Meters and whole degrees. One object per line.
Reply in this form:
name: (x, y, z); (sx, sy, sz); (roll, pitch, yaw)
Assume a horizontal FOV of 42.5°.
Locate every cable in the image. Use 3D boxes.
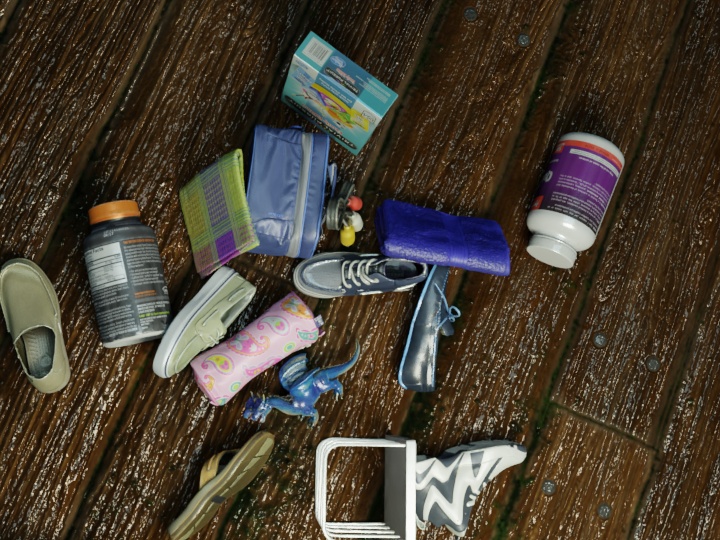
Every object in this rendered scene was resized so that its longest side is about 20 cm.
cable: (-0.018, -0.091, 1.355); (0.050, 0.200, 0.098); (12, 86, 1)

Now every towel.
towel: (0.125, -0.054, 1.407); (0.199, 0.148, 0.050); (8, 115, -10)
towel: (-0.205, -0.078, 1.326); (0.023, 0.200, 0.144); (-8, 79, -35)

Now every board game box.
board game box: (-0.037, -0.256, 1.373); (0.151, 0.200, 0.047); (36, 77, -4)

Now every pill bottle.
pill bottle: (-0.336, 0.003, 1.329); (0.106, 0.106, 0.201); (-11, 84, -12)
pill bottle: (0.335, -0.110, 1.466); (0.112, 0.112, 0.201); (26, 78, -6)

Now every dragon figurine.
dragon figurine: (-0.080, 0.163, 1.357); (0.200, 0.059, 0.099); (-45, 125, -6)

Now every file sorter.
file sorter: (0.002, 0.304, 1.304); (0.124, 0.200, 0.139); (2, 82, -6)

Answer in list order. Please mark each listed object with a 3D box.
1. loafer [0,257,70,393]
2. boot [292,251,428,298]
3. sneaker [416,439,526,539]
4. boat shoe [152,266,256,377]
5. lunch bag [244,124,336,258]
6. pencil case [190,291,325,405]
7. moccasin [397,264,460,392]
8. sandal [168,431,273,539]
loafer: (-0.462, 0.075, 1.314); (0.075, 0.068, 0.201); (-20, 86, -13)
boot: (0.000, 0.000, 1.399); (0.199, 0.090, 0.073); (-4, 83, -11)
sneaker: (0.161, 0.333, 1.391); (0.198, 0.079, 0.130); (-10, 89, -16)
boat shoe: (-0.223, 0.076, 1.332); (0.062, 0.072, 0.200); (25, 58, 12)
lunch bag: (-0.105, -0.120, 1.374); (0.132, 0.136, 0.201); (8, 79, -10)
pencil case: (-0.152, 0.115, 1.359); (0.200, 0.087, 0.088); (-34, 89, -14)
moccasin: (0.112, 0.088, 1.420); (0.068, 0.080, 0.201); (15, 92, 6)
sandal: (-0.207, 0.300, 1.328); (0.054, 0.080, 0.200); (41, 80, 23)
